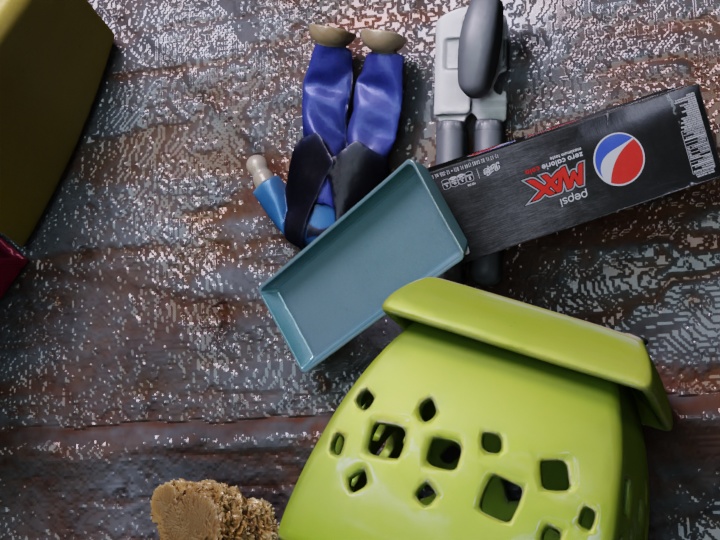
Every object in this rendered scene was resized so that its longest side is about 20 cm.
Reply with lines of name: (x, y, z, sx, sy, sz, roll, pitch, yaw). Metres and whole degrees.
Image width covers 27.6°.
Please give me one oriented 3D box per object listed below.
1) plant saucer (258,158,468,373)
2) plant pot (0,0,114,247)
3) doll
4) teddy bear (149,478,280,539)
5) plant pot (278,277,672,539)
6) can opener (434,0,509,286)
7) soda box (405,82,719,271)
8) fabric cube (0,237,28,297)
plant saucer: (0.000, 0.000, 0.961, 0.200, 0.019, 0.070, -38, 78, 50)
plant pot: (-0.303, -0.168, 1.085, 0.199, 0.200, 0.177, 36, 85, 19)
doll: (-0.021, -0.071, 1.048, 0.135, 0.048, 0.202, 8, 91, 18)
teddy bear: (-0.112, 0.246, 1.031, 0.144, 0.067, 0.202, -8, 86, 26)
plant pot: (0.090, 0.119, 0.912, 0.198, 0.199, 0.183, 17, 81, 20)
can opener: (0.073, -0.090, 1.016, 0.052, 0.066, 0.202, 0, 87, 16)
soda box: (0.128, -0.061, 0.956, 0.198, 0.071, 0.064, -18, 95, -1)
fabric cube: (-0.401, 0.013, 1.063, 0.196, 0.200, 0.200, 37, 94, 5)
